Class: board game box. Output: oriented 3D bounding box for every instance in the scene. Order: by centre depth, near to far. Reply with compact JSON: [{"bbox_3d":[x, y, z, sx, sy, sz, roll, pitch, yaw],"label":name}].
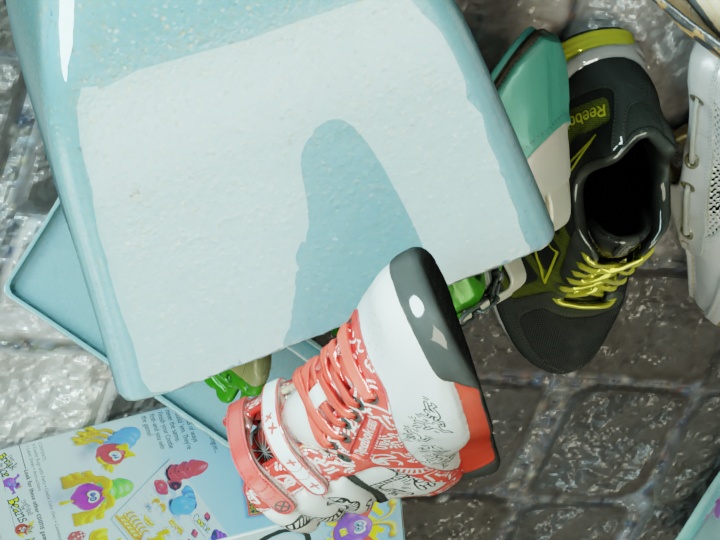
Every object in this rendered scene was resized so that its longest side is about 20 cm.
[{"bbox_3d":[-0.085,0.138,1.478,0.199,0.105,0.103,-14,132,-9],"label":"board game box"}]

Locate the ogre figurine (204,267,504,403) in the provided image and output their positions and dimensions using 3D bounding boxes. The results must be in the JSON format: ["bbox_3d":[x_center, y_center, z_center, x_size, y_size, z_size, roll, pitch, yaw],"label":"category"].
[{"bbox_3d":[0.000,0.000,1.329,0.120,0.098,0.200,-34,178,-43],"label":"ogre figurine"}]

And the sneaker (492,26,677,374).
[{"bbox_3d":[0.108,-0.019,1.433,0.074,0.085,0.200,-7,130,-14],"label":"sneaker"}]

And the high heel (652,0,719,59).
[{"bbox_3d":[0.121,-0.155,1.283,0.200,0.143,0.071,24,117,-35],"label":"high heel"}]

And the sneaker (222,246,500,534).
[{"bbox_3d":[-0.004,0.057,1.194,0.108,0.067,0.201,-18,161,1],"label":"sneaker"}]

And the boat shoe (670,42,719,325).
[{"bbox_3d":[0.180,-0.050,1.452,0.069,0.071,0.200,24,146,15],"label":"boat shoe"}]

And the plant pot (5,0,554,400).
[{"bbox_3d":[-0.054,-0.102,1.239,0.195,0.196,0.200,-20,121,-3],"label":"plant pot"}]

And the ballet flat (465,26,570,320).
[{"bbox_3d":[0.062,-0.030,1.394,0.067,0.070,0.200,-37,166,-48],"label":"ballet flat"}]

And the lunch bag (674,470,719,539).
[{"bbox_3d":[0.299,0.126,1.606,0.170,0.122,0.200,20,111,-30],"label":"lunch bag"}]

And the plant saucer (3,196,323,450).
[{"bbox_3d":[-0.076,0.038,1.395,0.200,0.019,0.070,36,70,-18],"label":"plant saucer"}]
